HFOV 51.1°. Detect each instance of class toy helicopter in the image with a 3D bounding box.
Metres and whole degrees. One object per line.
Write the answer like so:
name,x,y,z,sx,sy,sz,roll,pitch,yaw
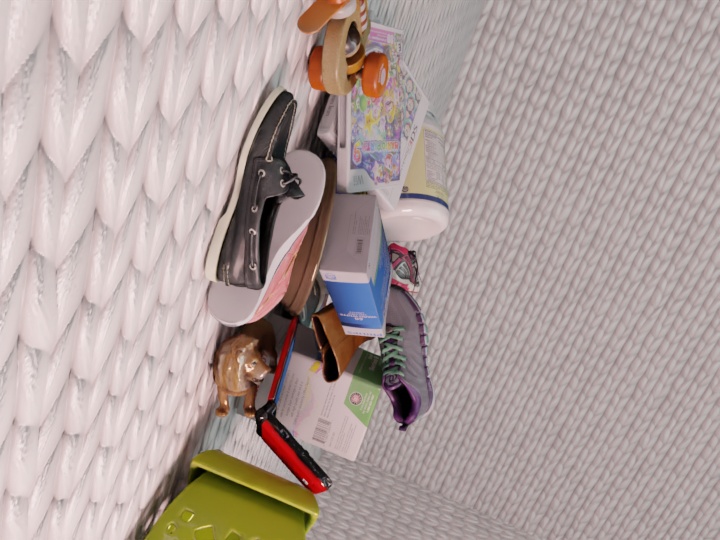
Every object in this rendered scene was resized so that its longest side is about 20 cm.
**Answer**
toy helicopter,-0.011,-0.282,0.769,0.132,0.078,0.202,9,92,-75

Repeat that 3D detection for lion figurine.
lion figurine,-0.142,0.106,0.955,0.200,0.072,0.123,-91,-174,-68

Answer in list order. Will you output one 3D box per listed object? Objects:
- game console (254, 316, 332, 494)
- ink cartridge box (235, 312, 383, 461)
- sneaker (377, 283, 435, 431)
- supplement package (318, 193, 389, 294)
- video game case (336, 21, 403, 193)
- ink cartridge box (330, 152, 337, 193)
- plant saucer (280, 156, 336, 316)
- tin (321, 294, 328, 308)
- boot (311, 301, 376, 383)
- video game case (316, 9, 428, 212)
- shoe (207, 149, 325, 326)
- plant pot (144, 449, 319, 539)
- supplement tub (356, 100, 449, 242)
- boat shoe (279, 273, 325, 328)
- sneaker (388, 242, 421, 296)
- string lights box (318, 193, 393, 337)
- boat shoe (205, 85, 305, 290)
game console,-0.069,0.177,0.946,0.119,0.172,0.200,-42,172,-17
ink cartridge box,-0.073,0.173,1.127,0.088,0.199,0.146,-63,172,-62
sneaker,0.057,0.120,1.058,0.087,0.074,0.202,-25,99,-65
supplement package,-0.008,-0.052,1.327,0.114,0.109,0.201,-22,133,-82
video game case,0.014,-0.201,0.932,0.143,0.018,0.202,-18,112,-60
ink cartridge box,-0.030,-0.122,1.078,0.200,0.047,0.199,-80,-171,-64
plant saucer,-0.070,-0.044,0.924,0.200,0.029,0.202,-166,-90,-78
tin,-0.102,0.089,1.342,0.200,0.042,0.113,-25,133,-81
boot,-0.026,0.033,1.077,0.200,0.068,0.190,-37,124,-57
video game case,0.024,-0.203,0.992,0.200,0.024,0.183,42,61,-53
shoe,-0.097,-0.033,0.815,0.201,0.071,0.091,-63,176,-2
plant pot,-0.162,0.349,0.941,0.200,0.198,0.182,114,-2,-56
supplement tub,0.064,-0.160,1.193,0.145,0.144,0.202,93,-5,-73
boat shoe,-0.113,0.092,1.186,0.062,0.073,0.201,-20,138,-49
sneaker,0.071,-0.004,1.297,0.200,0.080,0.075,-9,119,-83
string lights box,0.000,0.000,0.945,0.200,0.058,0.104,74,22,-62
boat shoe,-0.088,-0.074,0.729,0.074,0.066,0.201,-2,114,-82
